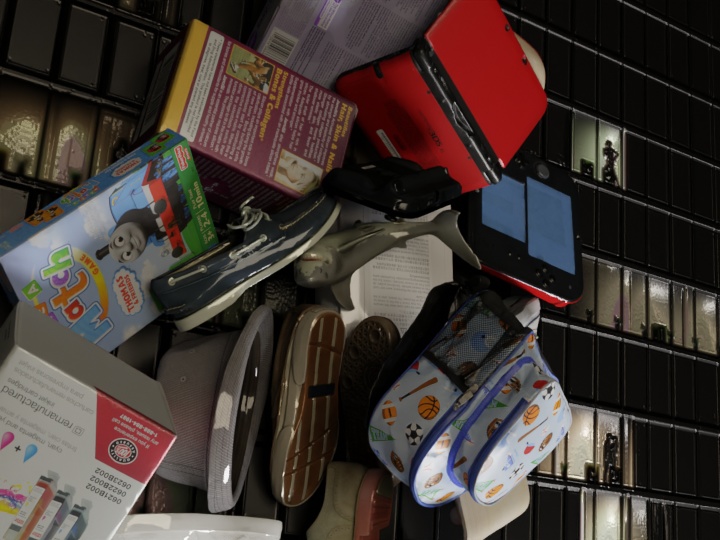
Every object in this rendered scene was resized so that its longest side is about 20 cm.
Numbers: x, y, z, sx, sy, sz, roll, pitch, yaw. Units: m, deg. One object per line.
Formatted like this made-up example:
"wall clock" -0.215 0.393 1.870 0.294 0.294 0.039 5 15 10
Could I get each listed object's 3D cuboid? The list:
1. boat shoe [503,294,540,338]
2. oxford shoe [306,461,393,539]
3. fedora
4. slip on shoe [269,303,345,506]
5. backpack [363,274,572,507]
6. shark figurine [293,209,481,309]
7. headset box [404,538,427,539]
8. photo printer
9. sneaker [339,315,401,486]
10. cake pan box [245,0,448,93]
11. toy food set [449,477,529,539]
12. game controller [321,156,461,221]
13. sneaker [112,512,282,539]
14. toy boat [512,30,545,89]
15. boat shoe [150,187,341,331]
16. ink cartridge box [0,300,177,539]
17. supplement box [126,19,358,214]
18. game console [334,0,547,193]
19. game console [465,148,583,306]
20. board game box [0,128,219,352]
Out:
"boat shoe" 0.169 0.078 1.155 0.199 0.072 0.068 -19 100 -58
"oxford shoe" -0.021 0.294 1.021 0.071 0.073 0.204 24 78 -64
"fedora" -0.144 0.124 0.939 0.088 0.179 0.202 8 45 3
"slip on shoe" -0.065 0.135 1.027 0.075 0.060 0.204 2 97 -46
"backpack" 0.103 0.139 0.972 0.190 0.154 0.200 -40 142 -2
"shark figurine" 0.008 -0.006 1.026 0.212 0.127 0.091 -16 107 -30
"headset box" 0.097 0.366 1.025 0.074 0.148 0.203 -21 92 -35
"photo printer" 0.027 0.009 1.108 0.164 0.069 0.204 6 76 -31
"sneaker" 0.024 0.136 1.055 0.075 0.070 0.204 -19 121 -48
"cake pan box" -0.008 -0.270 1.091 0.182 0.052 0.202 20 110 -27
"toy food set" 0.117 0.202 1.131 0.142 0.060 0.204 -9 85 -52
"game controller" 0.036 -0.086 1.027 0.200 0.102 0.043 -24 124 -67
"sneaker" -0.160 0.284 0.919 0.197 0.073 0.118 13 69 -32
"toy boat" 0.130 -0.255 1.218 0.199 0.131 0.131 35 24 -8
"boat shoe" -0.107 -0.024 0.949 0.199 0.075 0.062 -36 107 -12
"ink cartridge box" -0.264 0.158 0.796 0.144 0.145 0.202 33 90 -22
"supplement box" -0.119 -0.140 1.026 0.198 0.103 0.133 25 66 -26
"game console" 0.094 -0.197 1.129 0.201 0.170 0.120 51 38 -36
"game console" 0.202 -0.065 1.239 0.175 0.031 0.203 25 52 -27
"board game box" -0.222 -0.012 0.911 0.199 0.036 0.153 -38 136 -27
